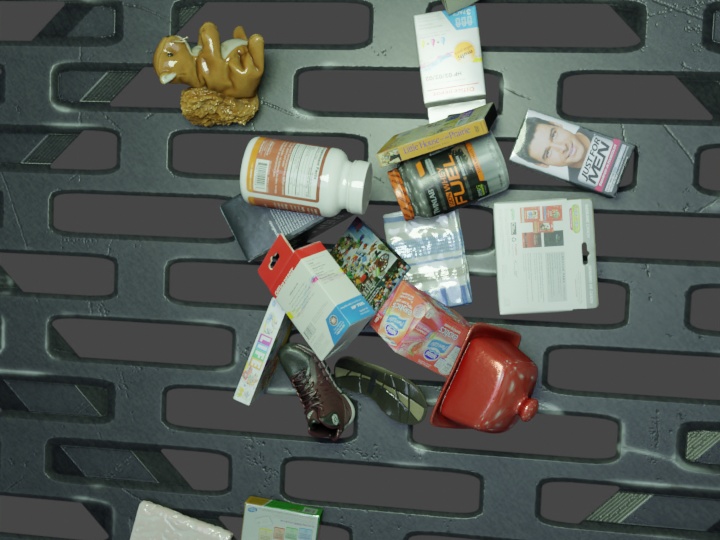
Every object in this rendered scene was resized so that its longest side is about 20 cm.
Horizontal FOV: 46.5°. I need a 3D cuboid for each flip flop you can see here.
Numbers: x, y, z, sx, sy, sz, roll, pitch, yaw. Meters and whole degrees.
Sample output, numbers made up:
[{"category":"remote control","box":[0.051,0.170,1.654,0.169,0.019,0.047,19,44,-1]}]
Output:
[{"category":"flip flop","box":[0.041,0.221,1.588,0.199,0.057,0.082,24,101,21]}]

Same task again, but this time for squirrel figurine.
[{"category":"squirrel figurine","box":[-0.284,-0.351,1.540,0.185,0.142,0.201,-10,122,-22]}]

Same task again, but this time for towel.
[{"category":"towel","box":[-0.370,0.578,1.675,0.198,0.032,0.193,17,96,7]},{"category":"towel","box":[0.127,-0.023,1.574,0.146,0.024,0.202,-10,92,9]}]

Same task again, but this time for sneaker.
[{"category":"sneaker","box":[-0.090,0.232,1.552,0.076,0.116,0.200,-36,100,26]}]

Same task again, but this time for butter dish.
[{"category":"butter dish","box":[0.245,0.213,1.467,0.147,0.199,0.201,29,98,38]}]

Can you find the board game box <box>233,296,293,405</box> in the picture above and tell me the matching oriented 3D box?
[{"category":"board game box","box":[-0.170,0.142,1.570,0.034,0.134,0.201,23,97,6]}]

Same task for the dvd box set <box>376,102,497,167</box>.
[{"category":"dvd box set","box":[0.137,-0.240,1.479,0.199,0.146,0.030,-16,106,20]}]

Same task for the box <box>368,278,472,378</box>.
[{"category":"box","box":[0.122,0.109,1.489,0.103,0.200,0.095,-53,46,8]}]

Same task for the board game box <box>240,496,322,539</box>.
[{"category":"board game box","box":[-0.161,0.557,1.639,0.152,0.040,0.202,9,95,8]}]

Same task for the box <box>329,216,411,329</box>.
[{"category":"box","box":[0.000,0.000,1.513,0.038,0.200,0.137,33,98,-31]}]

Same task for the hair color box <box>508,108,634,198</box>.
[{"category":"hair color box","box":[0.377,-0.210,1.509,0.199,0.061,0.100,20,96,7]}]

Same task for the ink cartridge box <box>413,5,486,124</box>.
[{"category":"ink cartridge box","box":[0.166,-0.366,1.526,0.114,0.068,0.202,-7,93,9]}]

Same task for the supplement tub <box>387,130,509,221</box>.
[{"category":"supplement tub","box":[0.156,-0.168,1.505,0.199,0.123,0.123,-22,90,4]}]

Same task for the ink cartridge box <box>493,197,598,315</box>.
[{"category":"ink cartridge box","box":[0.332,-0.027,1.513,0.174,0.084,0.202,-3,93,9]}]

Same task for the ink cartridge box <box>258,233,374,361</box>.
[{"category":"ink cartridge box","box":[-0.079,0.037,1.421,0.200,0.067,0.116,52,134,16]}]

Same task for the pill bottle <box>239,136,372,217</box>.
[{"category":"pill bottle","box":[-0.085,-0.147,1.354,0.198,0.112,0.113,10,95,8]}]

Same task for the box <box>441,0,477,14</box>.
[{"category":"box","box":[0.148,-0.562,1.485,0.082,0.068,0.201,-25,69,6]}]

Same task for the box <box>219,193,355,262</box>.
[{"category":"box","box":[-0.120,-0.113,1.516,0.199,0.197,0.118,-29,88,9]}]
